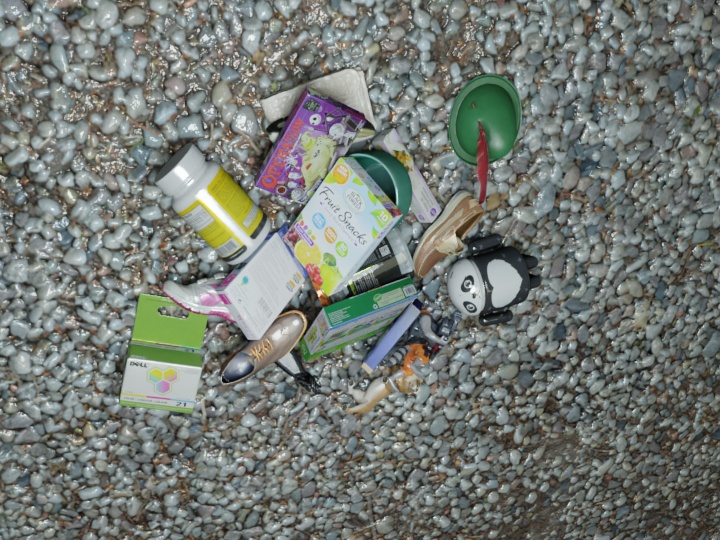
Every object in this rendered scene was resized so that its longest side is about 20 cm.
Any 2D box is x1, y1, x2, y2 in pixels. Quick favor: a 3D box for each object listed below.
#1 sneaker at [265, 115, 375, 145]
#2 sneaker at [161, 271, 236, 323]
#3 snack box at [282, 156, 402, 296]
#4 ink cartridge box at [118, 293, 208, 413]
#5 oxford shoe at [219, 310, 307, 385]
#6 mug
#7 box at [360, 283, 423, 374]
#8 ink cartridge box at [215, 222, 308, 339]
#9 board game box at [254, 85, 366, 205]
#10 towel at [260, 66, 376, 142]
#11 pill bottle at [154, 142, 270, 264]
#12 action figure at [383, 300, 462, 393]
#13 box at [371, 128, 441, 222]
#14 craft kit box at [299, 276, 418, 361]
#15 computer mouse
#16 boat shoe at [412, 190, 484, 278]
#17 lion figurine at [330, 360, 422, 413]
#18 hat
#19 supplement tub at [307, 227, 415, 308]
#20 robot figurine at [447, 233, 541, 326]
[{"bbox_3d":[-0.069,-0.230,1.135,0.193,0.078,0.091,-7,127,-5],"label":"sneaker"},{"bbox_3d":[-0.278,0.043,1.213,0.194,0.081,0.091,16,80,-19],"label":"sneaker"},{"bbox_3d":[-0.037,-0.077,1.130,0.143,0.053,0.201,48,118,12],"label":"snack box"},{"bbox_3d":[-0.379,0.162,1.232,0.143,0.076,0.206,10,110,-20],"label":"ink cartridge box"},{"bbox_3d":[-0.181,0.152,1.193,0.199,0.073,0.072,-40,95,3],"label":"oxford shoe"},{"bbox_3d":[0.009,-0.149,1.188,0.180,0.114,0.157,18,111,22],"label":"mug"},{"bbox_3d":[0.078,0.120,1.325,0.032,0.121,0.202,38,99,3],"label":"box"},{"bbox_3d":[-0.178,0.018,1.207,0.201,0.041,0.121,-53,125,-36],"label":"ink cartridge box"},{"bbox_3d":[-0.089,-0.205,1.088,0.117,0.033,0.201,18,128,-27],"label":"board game box"},{"bbox_3d":[-0.072,-0.281,1.160,0.195,0.035,0.136,-22,116,-6],"label":"towel"},{"bbox_3d":[-0.262,-0.118,1.128,0.114,0.115,0.201,-40,117,4],"label":"pill bottle"},{"bbox_3d":[0.132,0.140,1.325,0.103,0.196,0.202,28,144,3],"label":"action figure"},{"bbox_3d":[0.092,-0.183,1.240,0.039,0.041,0.202,-47,120,-22],"label":"box"},{"bbox_3d":[-0.007,0.097,1.237,0.195,0.049,0.198,-18,159,-27],"label":"craft kit box"},{"bbox_3d":[-0.155,0.170,1.291,0.199,0.138,0.053,42,76,-13],"label":"computer mouse"},{"bbox_3d":[0.177,-0.064,1.289,0.203,0.072,0.075,-56,150,11],"label":"boat shoe"},{"bbox_3d":[0.038,0.268,1.408,0.196,0.074,0.123,-28,145,12],"label":"lion figurine"},{"bbox_3d":[0.267,-0.251,1.191,0.160,0.177,0.206,-4,114,-14],"label":"hat"},{"bbox_3d":[0.000,0.000,1.249,0.195,0.123,0.125,-25,117,-5],"label":"supplement tub"},{"bbox_3d":[0.280,0.021,1.337,0.194,0.154,0.126,-13,151,-10],"label":"robot figurine"}]
